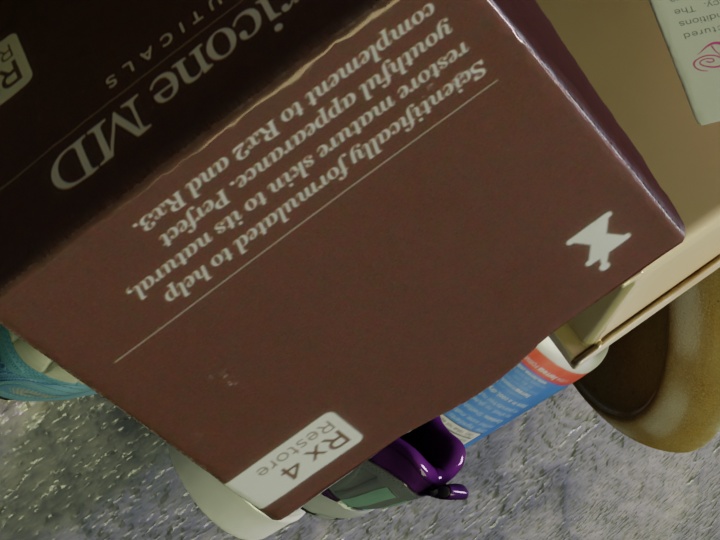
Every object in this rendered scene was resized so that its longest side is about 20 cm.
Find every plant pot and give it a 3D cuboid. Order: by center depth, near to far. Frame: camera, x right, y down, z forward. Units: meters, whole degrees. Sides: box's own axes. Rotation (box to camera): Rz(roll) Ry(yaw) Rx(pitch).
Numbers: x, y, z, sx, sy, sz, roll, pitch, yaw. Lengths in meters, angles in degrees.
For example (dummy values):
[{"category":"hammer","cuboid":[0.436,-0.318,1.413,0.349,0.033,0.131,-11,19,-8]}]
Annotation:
[{"category":"plant pot","cuboid":[0.119,-0.008,1.074,0.027,0.200,0.200,-13,144,-17]}]

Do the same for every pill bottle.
[{"category":"pill bottle","cuboid":[0.007,0.044,1.063,0.200,0.112,0.112,-33,158,24]}]

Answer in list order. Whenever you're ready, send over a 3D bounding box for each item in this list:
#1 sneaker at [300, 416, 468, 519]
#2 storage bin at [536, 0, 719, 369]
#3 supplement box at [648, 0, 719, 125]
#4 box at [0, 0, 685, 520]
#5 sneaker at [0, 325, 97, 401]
[{"category":"sneaker","cuboid":[0.000,0.000,0.924,0.087,0.200,0.074,-10,-176,44]},{"category":"storage bin","cuboid":[0.115,-0.104,0.925,0.200,0.199,0.094,-33,169,-16]},{"category":"supplement box","cuboid":[0.135,-0.154,0.766,0.101,0.103,0.200,-12,141,16]},{"category":"box","cuboid":[-0.035,-0.066,0.713,0.166,0.200,0.164,-36,139,9]},{"category":"sneaker","cuboid":[-0.087,0.004,0.972,0.200,0.078,0.090,-20,172,-45]}]
